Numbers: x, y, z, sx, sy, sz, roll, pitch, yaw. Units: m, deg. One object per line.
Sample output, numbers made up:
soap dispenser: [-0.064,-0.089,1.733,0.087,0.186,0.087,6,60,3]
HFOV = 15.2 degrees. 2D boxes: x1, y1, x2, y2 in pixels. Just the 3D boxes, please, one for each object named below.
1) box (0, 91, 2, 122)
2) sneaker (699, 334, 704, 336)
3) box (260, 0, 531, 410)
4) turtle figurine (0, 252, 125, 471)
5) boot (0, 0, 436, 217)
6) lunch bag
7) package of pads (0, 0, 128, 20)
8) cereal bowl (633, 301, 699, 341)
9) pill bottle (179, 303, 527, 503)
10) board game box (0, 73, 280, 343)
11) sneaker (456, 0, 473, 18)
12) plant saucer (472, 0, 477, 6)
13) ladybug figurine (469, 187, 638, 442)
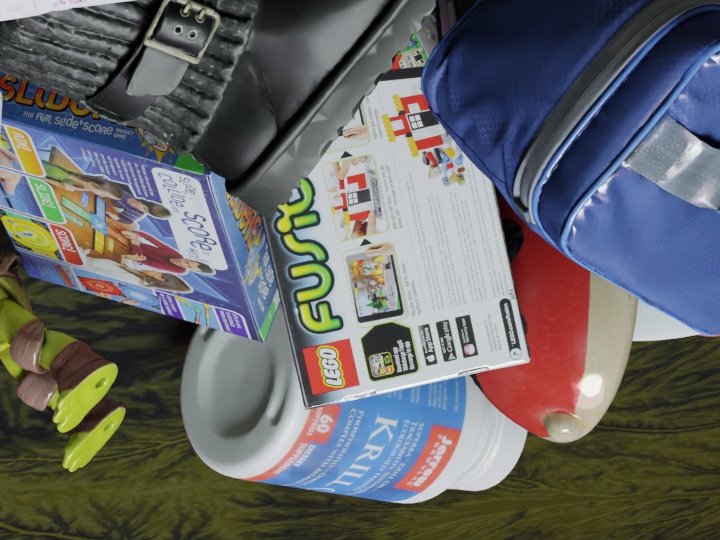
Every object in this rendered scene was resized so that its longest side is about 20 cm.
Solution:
box: [-0.262,-0.058,1.086,0.199,0.177,0.097,-1,114,-21]
sneaker: [0.279,-0.012,1.589,0.199,0.074,0.087,-16,168,18]
box: [0.005,-0.045,1.244,0.109,0.201,0.035,-12,-170,2]
turtle figurine: [-0.191,0.030,1.388,0.064,0.161,0.200,-38,158,-34]
boot: [-0.050,-0.139,1.148,0.157,0.079,0.211,33,102,-15]
lunch bag: [0.141,-0.057,1.190,0.136,0.132,0.200,-48,142,15]
package of pads: [-0.149,-0.154,1.022,0.199,0.121,0.076,-9,155,-5]
cereal bowl: [0.197,-0.042,1.441,0.199,0.084,0.200,-14,157,-6]
pill bottle: [0.002,0.077,1.579,0.199,0.113,0.112,12,146,-41]
board game box: [-0.115,-0.033,1.315,0.135,0.035,0.200,16,159,11]
sneaker: [-0.021,-0.075,1.300,0.200,0.078,0.099,-30,146,32]
plant saucer: [0.139,-0.144,1.230,0.199,0.030,0.200,-18,147,-12]
ladybug figurine: [0.086,-0.006,1.349,0.072,0.201,0.136,10,142,-19]
